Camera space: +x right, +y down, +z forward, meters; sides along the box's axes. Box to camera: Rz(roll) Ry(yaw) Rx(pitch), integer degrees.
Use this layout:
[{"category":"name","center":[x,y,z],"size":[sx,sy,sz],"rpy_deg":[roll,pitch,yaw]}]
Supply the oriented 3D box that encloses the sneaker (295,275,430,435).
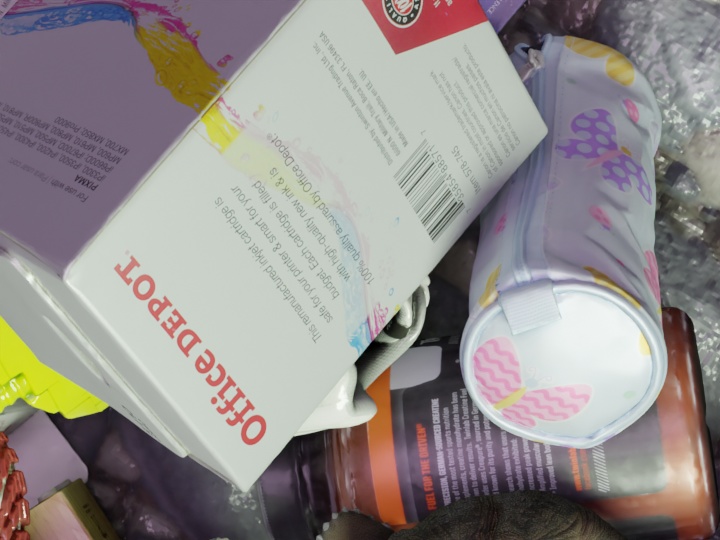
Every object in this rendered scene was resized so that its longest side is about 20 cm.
[{"category":"sneaker","center":[0.000,0.000,0.896],"size":[0.081,0.200,0.075],"rpy_deg":[-8,131,34]}]

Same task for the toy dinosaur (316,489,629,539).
[{"category":"toy dinosaur","center":[0.055,0.124,0.827],"size":[0.199,0.077,0.102],"rpy_deg":[-18,43,4]}]

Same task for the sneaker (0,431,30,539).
[{"category":"sneaker","center":[-0.197,0.157,0.881],"size":[0.082,0.078,0.201],"rpy_deg":[15,92,2]}]

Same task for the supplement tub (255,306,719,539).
[{"category":"supplement tub","center":[0.056,0.080,0.911],"size":[0.199,0.107,0.107],"rpy_deg":[-8,87,9]}]

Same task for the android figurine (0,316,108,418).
[{"category":"android figurine","center":[-0.105,-0.012,0.915],"size":[0.200,0.182,0.041],"rpy_deg":[-36,41,-19]}]

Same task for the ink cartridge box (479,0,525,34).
[{"category":"ink cartridge box","center":[-0.018,-0.168,0.964],"size":[0.200,0.039,0.100],"rpy_deg":[40,95,8]}]

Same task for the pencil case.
[{"category":"pencil case","center":[0.088,-0.018,0.864],"size":[0.083,0.200,0.091],"rpy_deg":[-4,127,10]}]

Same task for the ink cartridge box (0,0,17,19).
[{"category":"ink cartridge box","center":[-0.187,-0.147,0.903],"size":[0.200,0.086,0.148],"rpy_deg":[31,108,-20]}]

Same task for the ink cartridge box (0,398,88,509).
[{"category":"ink cartridge box","center":[-0.239,0.058,0.982],"size":[0.115,0.068,0.200],"rpy_deg":[-40,83,8]}]

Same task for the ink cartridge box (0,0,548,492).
[{"category":"ink cartridge box","center":[-0.058,-0.048,0.803],"size":[0.144,0.145,0.200],"rpy_deg":[25,67,42]}]

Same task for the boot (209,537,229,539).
[{"category":"boot","center":[-0.056,0.221,0.893],"size":[0.090,0.073,0.201],"rpy_deg":[-26,97,1]}]

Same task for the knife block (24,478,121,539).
[{"category":"knife block","center":[-0.130,0.196,0.951],"size":[0.200,0.064,0.176],"rpy_deg":[-32,89,0]}]
